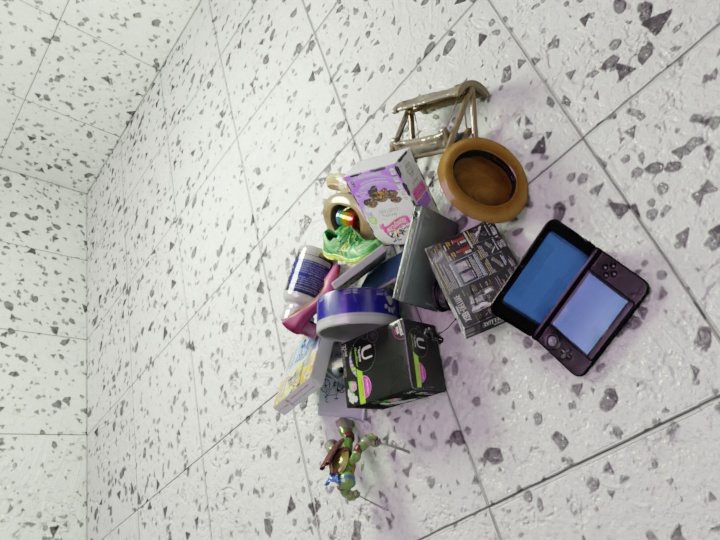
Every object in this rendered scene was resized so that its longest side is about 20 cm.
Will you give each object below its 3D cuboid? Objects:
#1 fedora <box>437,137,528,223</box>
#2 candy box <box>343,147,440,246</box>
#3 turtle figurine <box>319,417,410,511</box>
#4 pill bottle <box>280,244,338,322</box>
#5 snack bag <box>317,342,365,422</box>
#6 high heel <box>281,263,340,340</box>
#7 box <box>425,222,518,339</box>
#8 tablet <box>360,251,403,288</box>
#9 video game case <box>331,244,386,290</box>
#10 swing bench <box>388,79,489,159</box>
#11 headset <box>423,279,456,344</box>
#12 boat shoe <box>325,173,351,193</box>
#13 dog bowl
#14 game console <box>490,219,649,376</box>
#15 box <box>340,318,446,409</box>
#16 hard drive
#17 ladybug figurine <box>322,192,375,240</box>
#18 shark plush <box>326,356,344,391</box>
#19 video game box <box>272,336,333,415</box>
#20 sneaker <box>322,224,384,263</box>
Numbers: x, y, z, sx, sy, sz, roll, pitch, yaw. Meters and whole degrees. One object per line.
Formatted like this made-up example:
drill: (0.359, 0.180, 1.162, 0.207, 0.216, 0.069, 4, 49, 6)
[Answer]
fedora: (0.245, -0.174, 1.129, 0.082, 0.194, 0.207, 116, 153, -68)
candy box: (0.078, -0.161, 1.257, 0.165, 0.203, 0.072, -4, 35, 45)
turtle figurine: (-0.004, 0.442, 1.255, 0.194, 0.194, 0.149, -130, 34, -66)
pill bottle: (-0.141, 0.048, 1.457, 0.118, 0.119, 0.205, 0, 66, 46)
snack bag: (-0.049, 0.274, 1.390, 0.185, 0.021, 0.207, -8, 73, 45)
high heel: (-0.120, 0.065, 1.370, 0.067, 0.094, 0.205, -159, 92, -85)
box: (0.236, 0.013, 1.085, 0.154, 0.050, 0.203, -24, 56, 0)
tablet: (0.071, 0.002, 1.297, 0.198, 0.014, 0.131, -30, 21, 38)
video game case: (0.000, 0.000, 1.277, 0.142, 0.200, 0.018, -37, 86, -1)
swing bench: (0.172, -0.325, 1.254, 0.196, 0.128, 0.207, -2, 77, 46)
headset: (0.192, 0.055, 1.144, 0.122, 0.093, 0.205, 13, 77, 47)
boat shoe: (-0.028, -0.220, 1.477, 0.197, 0.070, 0.067, 12, 86, 46)
dog bowl: (-0.005, 0.106, 1.262, 0.197, 0.197, 0.081, -19, 64, 41)
game console: (0.359, 0.050, 0.952, 0.203, 0.114, 0.176, -58, 45, 17)
box: (0.068, 0.212, 1.207, 0.197, 0.122, 0.153, -26, 62, 38)
hard drive: (0.142, -0.022, 1.187, 0.032, 0.137, 0.206, 12, 87, 44)
ladybug figurine: (-0.020, -0.136, 1.425, 0.197, 0.071, 0.140, 25, 123, 39)
shark plush: (-0.062, 0.265, 1.347, 0.196, 0.090, 0.086, -11, 100, 38)
video game box: (-0.138, 0.240, 1.392, 0.182, 0.046, 0.203, -46, 20, 37)
sneaker: (-0.028, -0.067, 1.353, 0.196, 0.074, 0.086, 5, 117, 41)
